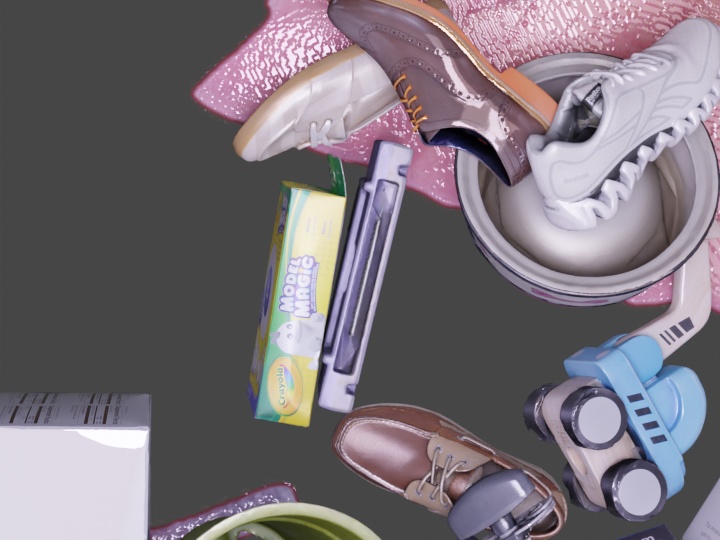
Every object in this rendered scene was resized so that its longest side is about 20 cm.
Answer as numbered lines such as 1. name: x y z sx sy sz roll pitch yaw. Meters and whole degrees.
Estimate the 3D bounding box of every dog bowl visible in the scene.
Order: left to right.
1. dog bowl: 0.167 -0.061 1.392 0.199 0.074 0.201 1 68 -2

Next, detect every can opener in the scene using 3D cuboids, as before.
1. can opener: 0.066 0.215 1.408 0.200 0.053 0.067 -36 89 31

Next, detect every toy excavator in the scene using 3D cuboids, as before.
1. toy excavator: 0.227 0.073 1.442 0.200 0.100 0.195 -31 97 -16

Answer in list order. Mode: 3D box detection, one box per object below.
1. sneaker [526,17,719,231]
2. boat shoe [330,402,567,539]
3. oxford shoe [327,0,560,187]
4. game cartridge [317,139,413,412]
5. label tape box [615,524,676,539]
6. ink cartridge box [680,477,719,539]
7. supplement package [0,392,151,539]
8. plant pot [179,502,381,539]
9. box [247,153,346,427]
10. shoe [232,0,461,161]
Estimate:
1. sneaker: 0.195 -0.121 1.324 0.200 0.075 0.081 -48 124 -20
2. boat shoe: 0.074 0.159 1.435 0.199 0.072 0.076 19 93 -7
3. oxford shoe: 0.051 -0.137 1.333 0.200 0.071 0.073 34 74 4
4. game cartridge: 0.000 0.000 1.384 0.038 0.130 0.201 13 94 -7
5. label tape box: 0.181 0.255 1.385 0.144 0.200 0.063 -18 116 -4
6. ink cartridge box: 0.299 0.261 1.425 0.086 0.146 0.200 33 92 -17
7. supplement package: -0.257 0.195 1.369 0.199 0.147 0.192 1 96 -6
8. plant pot: -0.077 0.259 1.363 0.199 0.190 0.201 0 91 -15
9. box: -0.047 0.009 1.387 0.048 0.117 0.201 11 94 -7
10. shoe: -0.006 -0.136 1.398 0.200 0.070 0.053 -33 76 -4
